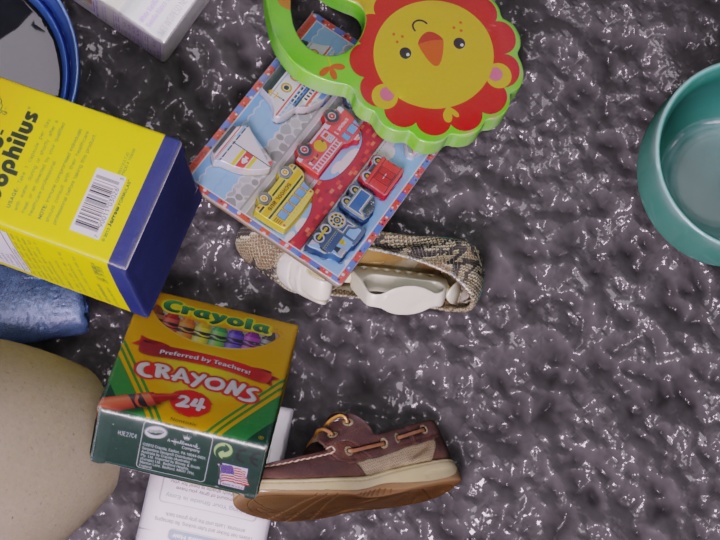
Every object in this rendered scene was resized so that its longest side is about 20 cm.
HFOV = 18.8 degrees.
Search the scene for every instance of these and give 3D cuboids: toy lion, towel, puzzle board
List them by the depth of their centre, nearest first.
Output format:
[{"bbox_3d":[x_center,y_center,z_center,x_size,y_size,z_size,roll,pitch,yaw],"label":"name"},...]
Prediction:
[{"bbox_3d":[-0.309,0.011,1.680,0.199,0.049,0.112,-7,60,-5],"label":"towel"},{"bbox_3d":[-0.026,-0.099,1.710,0.150,0.017,0.200,34,59,4],"label":"puzzle board"},{"bbox_3d":[0.026,-0.186,1.726,0.199,0.069,0.193,-4,74,-9],"label":"toy lion"}]

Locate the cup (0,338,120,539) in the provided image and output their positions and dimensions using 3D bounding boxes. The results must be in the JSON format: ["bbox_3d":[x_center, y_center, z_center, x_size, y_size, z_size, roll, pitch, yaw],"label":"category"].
[{"bbox_3d":[-0.264,0.134,1.624,0.143,0.200,0.202,-11,81,-31],"label":"cup"}]

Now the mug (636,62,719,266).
[{"bbox_3d":[0.304,-0.067,1.717,0.152,0.114,0.185,-38,86,-9],"label":"mug"}]

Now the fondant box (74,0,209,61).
[{"bbox_3d":[-0.196,-0.285,1.745,0.199,0.058,0.145,34,80,3],"label":"fondant box"}]

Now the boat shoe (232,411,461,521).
[{"bbox_3d":[-0.015,0.144,1.660,0.199,0.072,0.072,-3,69,-33],"label":"boat shoe"}]

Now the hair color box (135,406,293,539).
[{"bbox_3d":[-0.119,0.196,1.673,0.098,0.061,0.201,12,80,-2],"label":"hair color box"}]

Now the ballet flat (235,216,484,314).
[{"bbox_3d":[0.000,0.000,1.702,0.199,0.068,0.076,7,39,-5],"label":"ballet flat"}]

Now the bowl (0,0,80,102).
[{"bbox_3d":[-0.321,-0.156,1.725,0.199,0.039,0.202,1,81,-4],"label":"bowl"}]

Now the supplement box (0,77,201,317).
[{"bbox_3d":[-0.234,-0.061,1.620,0.199,0.109,0.110,19,73,10],"label":"supplement box"}]

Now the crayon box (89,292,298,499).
[{"bbox_3d":[-0.119,0.080,1.629,0.126,0.200,0.051,13,120,-1],"label":"crayon box"}]
